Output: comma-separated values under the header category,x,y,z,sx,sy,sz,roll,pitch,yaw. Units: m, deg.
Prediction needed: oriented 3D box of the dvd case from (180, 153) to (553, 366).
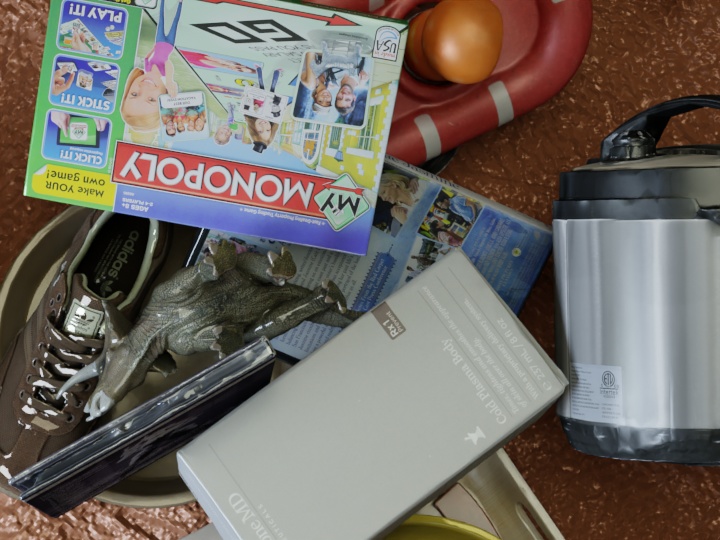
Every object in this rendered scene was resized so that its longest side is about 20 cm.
category,x,y,z,sx,sy,sz,roll,pitch,yaw
dvd case,0.000,0.000,1.118,0.199,0.018,0.143,23,109,-10

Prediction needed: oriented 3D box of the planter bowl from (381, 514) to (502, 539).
category,x,y,z,sx,sy,sz,roll,pitch,yaw
planter bowl,0.029,0.240,1.052,0.198,0.083,0.202,0,84,4

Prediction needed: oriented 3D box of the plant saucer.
category,x,y,z,sx,sy,sz,roll,pitch,yaw
plant saucer,-0.129,0.046,1.156,0.198,0.029,0.202,1,79,-3

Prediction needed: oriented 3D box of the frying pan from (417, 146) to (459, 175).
category,x,y,z,sx,sy,sz,roll,pitch,yaw
frying pan,0.007,-0.066,1.180,0.114,0.031,0.192,8,77,-5

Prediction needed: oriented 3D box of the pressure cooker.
category,x,y,z,sx,sy,sz,roll,pitch,yaw
pressure cooker,0.195,0.002,1.059,0.174,0.179,0.202,-2,92,17

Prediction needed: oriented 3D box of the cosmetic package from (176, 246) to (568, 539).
category,x,y,z,sx,sy,sz,roll,pitch,yaw
cosmetic package,0.004,0.091,1.047,0.199,0.090,0.107,-37,81,-15

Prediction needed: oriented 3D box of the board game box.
category,x,y,z,sx,sy,sz,roll,pitch,yaw
board game box,-0.081,-0.092,1.055,0.198,0.029,0.136,10,102,-4

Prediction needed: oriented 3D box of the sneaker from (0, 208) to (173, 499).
category,x,y,z,sx,sy,sz,roll,pitch,yaw
sneaker,-0.172,0.037,1.102,0.070,0.076,0.201,22,78,0

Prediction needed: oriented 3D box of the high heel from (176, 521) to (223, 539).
category,x,y,z,sx,sy,sz,roll,pitch,yaw
high heel,-0.065,0.179,1.122,0.096,0.067,0.201,32,97,-30

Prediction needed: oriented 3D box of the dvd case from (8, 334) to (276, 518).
category,x,y,z,sx,sy,sz,roll,pitch,yaw
dvd case,-0.116,0.090,1.032,0.148,0.200,0.016,-29,84,-9

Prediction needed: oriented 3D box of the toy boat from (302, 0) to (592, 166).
category,x,y,z,sx,sy,sz,roll,pitch,yaw
toy boat,0.051,-0.136,1.113,0.199,0.131,0.131,-26,102,-14

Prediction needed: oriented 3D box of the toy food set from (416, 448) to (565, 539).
category,x,y,z,sx,sy,sz,roll,pitch,yaw
toy food set,0.037,0.212,1.118,0.199,0.060,0.144,-34,83,-9

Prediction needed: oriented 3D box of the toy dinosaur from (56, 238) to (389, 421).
category,x,y,z,sx,sy,sz,roll,pitch,yaw
toy dinosaur,-0.073,0.019,1.066,0.199,0.102,0.078,-21,95,-35
